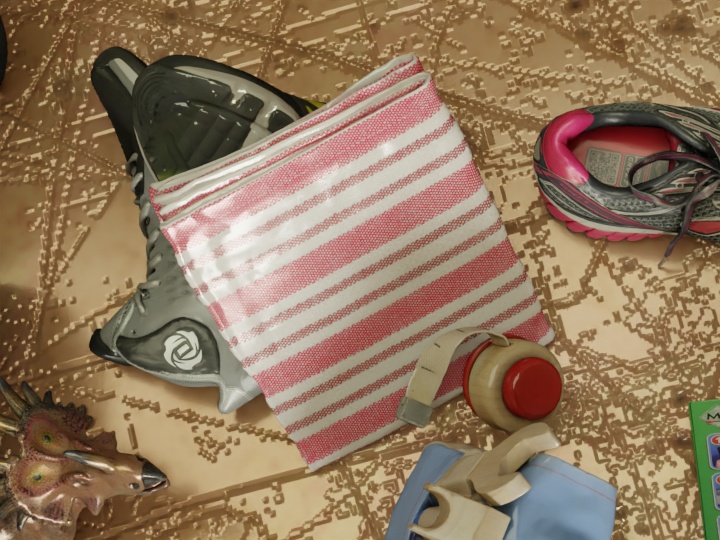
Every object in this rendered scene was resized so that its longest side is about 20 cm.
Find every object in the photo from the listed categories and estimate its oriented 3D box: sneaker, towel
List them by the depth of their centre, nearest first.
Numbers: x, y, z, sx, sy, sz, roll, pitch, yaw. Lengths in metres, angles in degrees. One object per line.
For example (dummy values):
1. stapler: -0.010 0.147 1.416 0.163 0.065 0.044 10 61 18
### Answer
1. towel: 0.000 0.000 1.176 0.146 0.200 0.030 -27 40 2
2. sneaker: -0.037 -0.052 1.195 0.074 0.200 0.085 -45 36 18
3. sneaker: 0.184 -0.042 1.202 0.200 0.075 0.081 2 78 8
4. sneaker: -0.106 -0.012 1.241 0.115 0.075 0.200 -38 76 1

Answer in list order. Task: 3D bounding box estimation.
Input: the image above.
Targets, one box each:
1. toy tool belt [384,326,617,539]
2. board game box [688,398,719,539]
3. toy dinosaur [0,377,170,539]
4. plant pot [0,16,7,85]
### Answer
1. toy tool belt: 0.069 0.130 1.149 0.125 0.123 0.200 25 83 -26
2. board game box: 0.259 0.101 1.140 0.200 0.029 0.135 -7 32 8
3. toy dinosaur: -0.191 0.118 1.191 0.200 0.136 0.086 -29 75 2
4. plant pot: -0.292 -0.139 1.243 0.200 0.177 0.200 -30 75 0
